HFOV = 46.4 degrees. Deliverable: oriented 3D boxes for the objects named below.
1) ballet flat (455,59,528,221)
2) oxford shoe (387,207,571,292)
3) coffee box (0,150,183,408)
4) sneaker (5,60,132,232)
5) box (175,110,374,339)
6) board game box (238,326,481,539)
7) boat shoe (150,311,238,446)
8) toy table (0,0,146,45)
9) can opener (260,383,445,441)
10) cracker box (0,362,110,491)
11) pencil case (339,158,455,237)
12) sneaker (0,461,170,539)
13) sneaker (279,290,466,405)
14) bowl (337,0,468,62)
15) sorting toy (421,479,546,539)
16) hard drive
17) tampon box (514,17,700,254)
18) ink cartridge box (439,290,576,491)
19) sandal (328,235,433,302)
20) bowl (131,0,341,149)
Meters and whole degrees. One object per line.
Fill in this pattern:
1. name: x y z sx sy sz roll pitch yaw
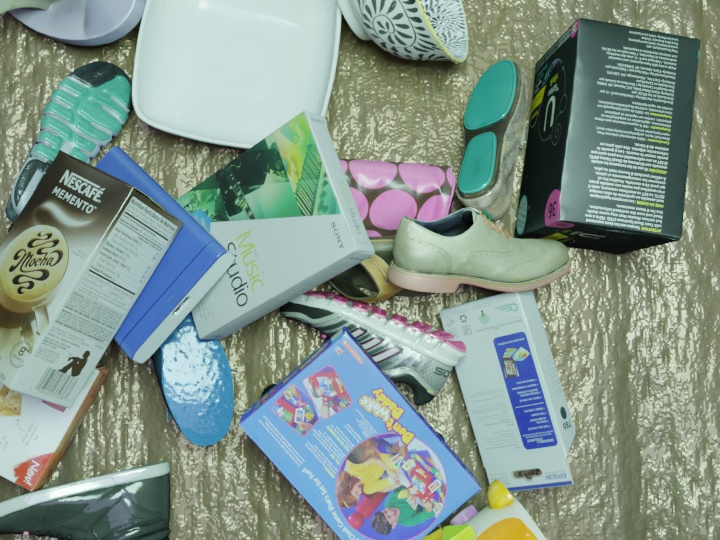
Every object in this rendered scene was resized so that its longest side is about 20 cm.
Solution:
1. ballet flat: 0.143 -0.134 0.890 0.067 0.068 0.200 46 50 -39
2. oxford shoe: 0.125 -0.022 0.823 0.200 0.071 0.074 -4 112 -25
3. coffee box: -0.269 0.006 0.766 0.113 0.080 0.200 24 81 32
4. sneaker: -0.308 -0.129 0.862 0.074 0.088 0.200 38 58 -26
5. box: -0.094 -0.038 0.793 0.200 0.036 0.144 -29 72 27
6. board game box: -0.001 0.174 0.809 0.134 0.045 0.200 -40 95 0
7. boat shoe: -0.175 0.079 0.855 0.084 0.069 0.200 -12 81 -19
8. toy table: -0.320 -0.306 0.820 0.200 0.117 0.184 19 91 16
9. can opener: -0.010 0.160 0.865 0.200 0.079 0.063 10 39 1
10. cracker box: -0.373 0.112 0.838 0.200 0.058 0.134 28 84 -2
11. pencil case: -0.002 -0.068 0.869 0.200 0.091 0.094 1 90 -6
12. sneaker: -0.280 0.259 0.825 0.200 0.071 0.099 -12 81 -10
13. sneaker: 0.003 0.081 0.862 0.200 0.074 0.088 20 95 4
14. bowl: 0.031 -0.295 0.862 0.094 0.201 0.201 -15 86 23
15. sorting toy: 0.082 0.297 0.806 0.180 0.200 0.107 -25 62 -7
16. hard drive: -0.227 -0.022 0.821 0.132 0.025 0.200 -49 59 -1
17. tampon box: 0.247 -0.128 0.861 0.126 0.150 0.200 8 84 -4
18. ink cartridge box: 0.155 0.123 0.862 0.099 0.039 0.200 -17 85 37
19. sandal: 0.000 0.000 0.848 0.200 0.080 0.054 13 49 -23
20. bowl: -0.125 -0.221 0.878 0.200 0.075 0.200 10 84 -3
